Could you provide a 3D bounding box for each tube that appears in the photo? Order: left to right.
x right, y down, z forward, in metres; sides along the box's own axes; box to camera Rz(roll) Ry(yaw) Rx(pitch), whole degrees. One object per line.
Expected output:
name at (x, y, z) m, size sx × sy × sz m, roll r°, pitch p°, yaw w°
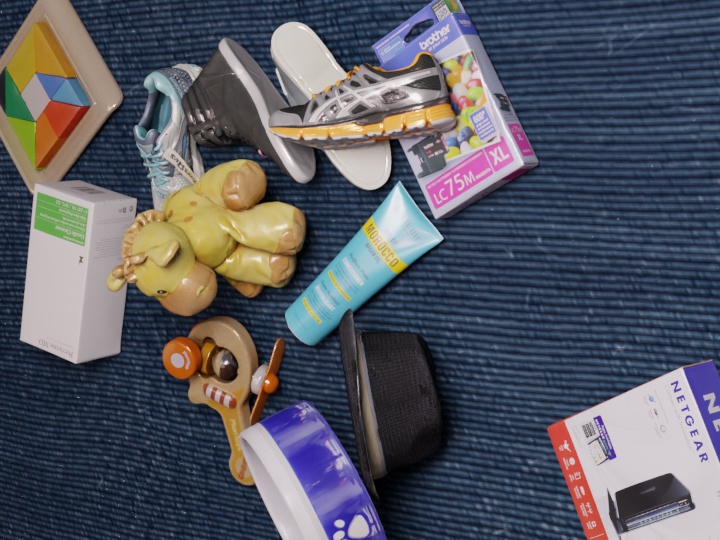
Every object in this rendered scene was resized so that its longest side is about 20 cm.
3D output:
tube at (0.000, 0.000, 1.391) m, size 0.200 × 0.050 × 0.078 m, roll -45°, pitch 78°, yaw 25°

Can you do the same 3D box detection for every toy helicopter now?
toy helicopter at (-0.138, 0.150, 1.502) m, size 0.130 × 0.079 × 0.203 m, roll -8°, pitch 102°, yaw 27°

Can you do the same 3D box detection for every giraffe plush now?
giraffe plush at (-0.180, -0.025, 1.398) m, size 0.199 × 0.162 × 0.174 m, roll 34°, pitch 137°, yaw 9°

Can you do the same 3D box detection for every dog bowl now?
dog bowl at (-0.048, 0.241, 1.366) m, size 0.201 × 0.078 × 0.201 m, roll 57°, pitch 165°, yaw 24°

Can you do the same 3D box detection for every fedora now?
fedora at (0.036, 0.133, 1.333) m, size 0.090 × 0.201 × 0.204 m, roll -10°, pitch 91°, yaw 2°

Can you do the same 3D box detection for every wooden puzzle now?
wooden puzzle at (-0.400, -0.223, 1.647) m, size 0.200 × 0.037 × 0.186 m, roll -41°, pitch 72°, yaw 32°

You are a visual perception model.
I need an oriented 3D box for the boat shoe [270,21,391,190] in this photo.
boat shoe at (-0.031, -0.169, 1.391) m, size 0.201 × 0.072 × 0.062 m, roll 57°, pitch 166°, yaw 7°

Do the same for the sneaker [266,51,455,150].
sneaker at (-0.001, -0.166, 1.299) m, size 0.197 × 0.078 × 0.079 m, roll -6°, pitch 88°, yaw 20°

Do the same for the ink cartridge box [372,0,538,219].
ink cartridge box at (0.085, -0.168, 1.309) m, size 0.119 × 0.042 × 0.202 m, roll -30°, pitch 77°, yaw 34°

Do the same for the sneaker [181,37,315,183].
sneaker at (-0.126, -0.151, 1.434) m, size 0.099 × 0.070 × 0.201 m, roll -43°, pitch 65°, yaw 20°

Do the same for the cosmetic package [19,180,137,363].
cosmetic package at (-0.348, 0.000, 1.611) m, size 0.106 × 0.084 × 0.203 m, roll 16°, pitch 104°, yaw 30°

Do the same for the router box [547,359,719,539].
router box at (0.276, 0.205, 1.179) m, size 0.179 × 0.048 × 0.203 m, roll -35°, pitch 69°, yaw 48°

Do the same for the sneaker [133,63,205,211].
sneaker at (-0.229, -0.137, 1.506) m, size 0.077 × 0.086 × 0.203 m, roll 12°, pitch 103°, yaw 34°
